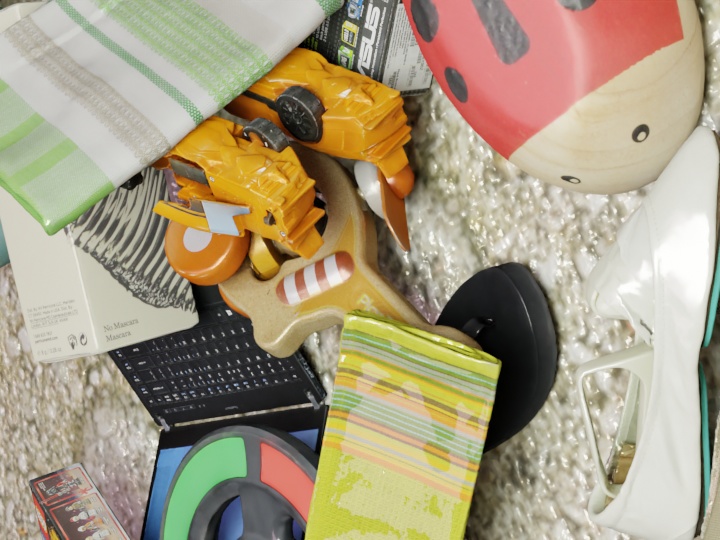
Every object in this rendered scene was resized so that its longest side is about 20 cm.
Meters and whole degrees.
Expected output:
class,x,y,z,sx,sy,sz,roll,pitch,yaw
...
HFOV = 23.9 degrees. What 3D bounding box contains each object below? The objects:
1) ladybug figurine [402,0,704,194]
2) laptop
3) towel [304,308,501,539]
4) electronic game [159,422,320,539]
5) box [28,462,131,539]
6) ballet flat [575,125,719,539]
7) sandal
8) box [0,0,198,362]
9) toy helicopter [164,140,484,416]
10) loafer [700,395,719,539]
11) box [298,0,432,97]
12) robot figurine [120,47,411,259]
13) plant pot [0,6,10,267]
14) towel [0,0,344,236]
class,x,y,z,sx,sy,sz,roll,pitch,yaw
ladybug figurine,0.078,-0.125,0.798,0.136,0.072,0.201,-39,78,35
laptop,-0.115,0.094,1.042,0.177,0.103,0.201,-13,115,47
towel,0.012,0.126,0.853,0.086,0.018,0.202,18,106,25
electronic game,-0.051,0.185,0.952,0.199,0.041,0.202,12,106,48
box,-0.145,0.227,1.047,0.200,0.040,0.138,42,145,52
ballet flat,0.133,0.034,0.786,0.069,0.069,0.202,16,112,44
sandal,0.041,0.076,0.920,0.076,0.043,0.200,55,133,24
box,-0.163,-0.053,0.989,0.068,0.082,0.202,-10,95,46
toy helicopter,0.000,0.000,0.899,0.132,0.079,0.200,-49,58,2
loafer,0.185,0.127,0.757,0.075,0.068,0.202,10,106,45
box,-0.021,-0.220,0.923,0.193,0.047,0.201,34,123,40
robot figurine,-0.079,-0.077,0.904,0.199,0.145,0.058,23,144,38
plant pot,-0.250,-0.091,1.110,0.133,0.200,0.202,-9,92,20
towel,-0.122,-0.118,0.890,0.149,0.200,0.031,36,160,40
